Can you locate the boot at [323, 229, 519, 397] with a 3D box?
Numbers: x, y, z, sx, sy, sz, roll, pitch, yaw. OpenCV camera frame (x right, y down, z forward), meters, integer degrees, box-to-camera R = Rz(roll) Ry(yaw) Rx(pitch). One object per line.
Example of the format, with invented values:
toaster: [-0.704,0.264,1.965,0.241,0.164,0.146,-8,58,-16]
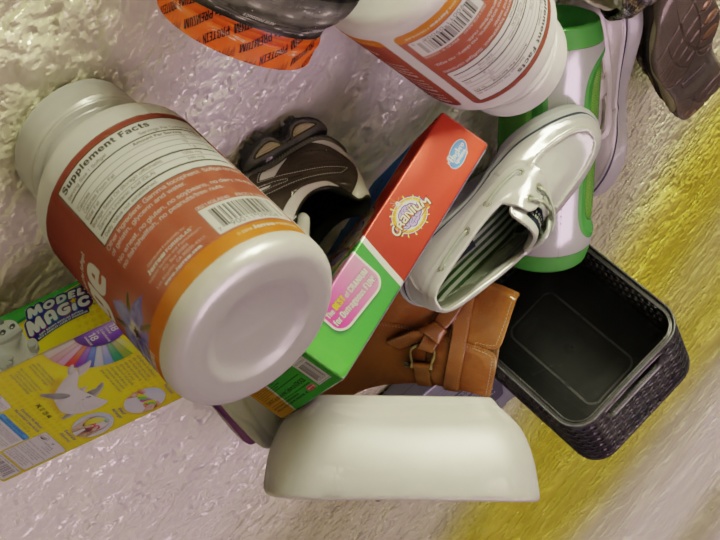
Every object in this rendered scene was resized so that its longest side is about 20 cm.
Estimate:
boot: [0.033,0.073,1.093,0.077,0.154,0.201,-67,174,-72]

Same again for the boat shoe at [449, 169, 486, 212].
boat shoe: [0.086,-0.011,1.152,0.200,0.068,0.072,-41,147,-11]

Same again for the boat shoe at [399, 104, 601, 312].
boat shoe: [0.115,-0.039,0.994,0.200,0.067,0.074,-46,123,-5]

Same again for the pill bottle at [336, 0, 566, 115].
pill bottle: [0.062,-0.175,0.898,0.112,0.112,0.200,-53,148,8]

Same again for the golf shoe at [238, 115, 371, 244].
golf shoe: [-0.082,-0.021,0.922,0.200,0.094,0.078,-40,148,-9]

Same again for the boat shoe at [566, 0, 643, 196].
boat shoe: [0.188,-0.143,1.134,0.065,0.072,0.201,-22,139,-28]

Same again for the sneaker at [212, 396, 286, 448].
sneaker: [-0.080,0.068,1.033,0.099,0.075,0.200,-40,147,-10]

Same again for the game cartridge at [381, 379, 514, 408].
game cartridge: [0.078,0.131,1.325,0.199,0.041,0.134,-37,149,-18]

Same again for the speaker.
speaker: [0.149,-0.104,1.075,0.088,0.088,0.202,-21,122,-35]

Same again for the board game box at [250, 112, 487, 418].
board game box: [0.000,0.000,0.948,0.201,0.040,0.153,-58,-173,-24]

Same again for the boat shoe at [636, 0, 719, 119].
boat shoe: [0.260,-0.199,1.160,0.074,0.073,0.200,-42,153,-3]

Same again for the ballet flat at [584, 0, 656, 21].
ballet flat: [0.162,-0.247,0.984,0.072,0.072,0.200,-48,137,1]

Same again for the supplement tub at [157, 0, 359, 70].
supplement tub: [-0.035,-0.221,0.739,0.122,0.122,0.201,-5,128,-47]

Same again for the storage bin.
storage bin: [0.179,0.053,1.205,0.135,0.200,0.094,-45,148,-4]

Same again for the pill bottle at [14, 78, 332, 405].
pill bottle: [-0.115,-0.024,0.778,0.112,0.200,0.113,-29,143,-25]

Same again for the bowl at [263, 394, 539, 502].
bowl: [0.028,0.130,1.000,0.200,0.198,0.075,118,-27,-85]

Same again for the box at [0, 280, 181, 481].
box: [-0.175,0.058,0.882,0.199,0.049,0.118,-23,146,1]
